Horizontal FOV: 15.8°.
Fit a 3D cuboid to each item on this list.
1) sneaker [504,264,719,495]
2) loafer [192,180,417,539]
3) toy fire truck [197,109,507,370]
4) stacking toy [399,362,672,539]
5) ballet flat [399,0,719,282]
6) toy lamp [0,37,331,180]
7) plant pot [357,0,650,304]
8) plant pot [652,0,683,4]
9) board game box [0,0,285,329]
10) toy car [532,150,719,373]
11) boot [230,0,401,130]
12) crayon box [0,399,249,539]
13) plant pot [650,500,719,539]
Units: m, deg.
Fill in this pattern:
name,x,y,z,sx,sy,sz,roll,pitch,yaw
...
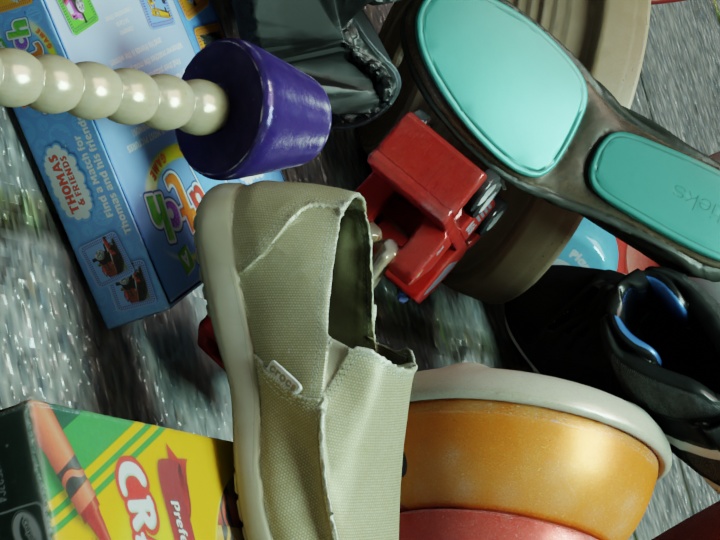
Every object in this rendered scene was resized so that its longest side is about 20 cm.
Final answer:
name,x,y,z,sx,sy,sz,roll,pitch,yaw
sneaker,0.128,0.024,1.221,0.200,0.073,0.112,34,-14,43
loafer,-0.011,0.056,0.986,0.076,0.068,0.201,7,66,-70
toy fire truck,0.000,0.000,1.143,0.049,0.141,0.200,40,-1,8
stacking toy,0.059,0.154,1.161,0.146,0.145,0.201,38,55,-52
ballet flat,0.093,-0.055,1.177,0.200,0.068,0.068,36,75,-9
toy lamp,-0.091,-0.068,0.972,0.199,0.058,0.059,7,65,-47
plant pot,0.059,-0.091,1.302,0.092,0.201,0.202,18,46,-16
plant pot,0.130,-0.243,1.490,0.200,0.181,0.202,-14,90,-84
board game box,-0.101,-0.092,1.069,0.201,0.036,0.151,67,23,-7
toy car,0.189,-0.001,1.406,0.185,0.199,0.178,-68,152,-62
boot,-0.047,-0.174,1.143,0.168,0.076,0.201,-115,179,-60
crayon box,-0.074,0.124,0.942,0.200,0.051,0.128,19,55,-63
plant pot,0.168,0.230,1.249,0.201,0.175,0.200,68,23,-9
